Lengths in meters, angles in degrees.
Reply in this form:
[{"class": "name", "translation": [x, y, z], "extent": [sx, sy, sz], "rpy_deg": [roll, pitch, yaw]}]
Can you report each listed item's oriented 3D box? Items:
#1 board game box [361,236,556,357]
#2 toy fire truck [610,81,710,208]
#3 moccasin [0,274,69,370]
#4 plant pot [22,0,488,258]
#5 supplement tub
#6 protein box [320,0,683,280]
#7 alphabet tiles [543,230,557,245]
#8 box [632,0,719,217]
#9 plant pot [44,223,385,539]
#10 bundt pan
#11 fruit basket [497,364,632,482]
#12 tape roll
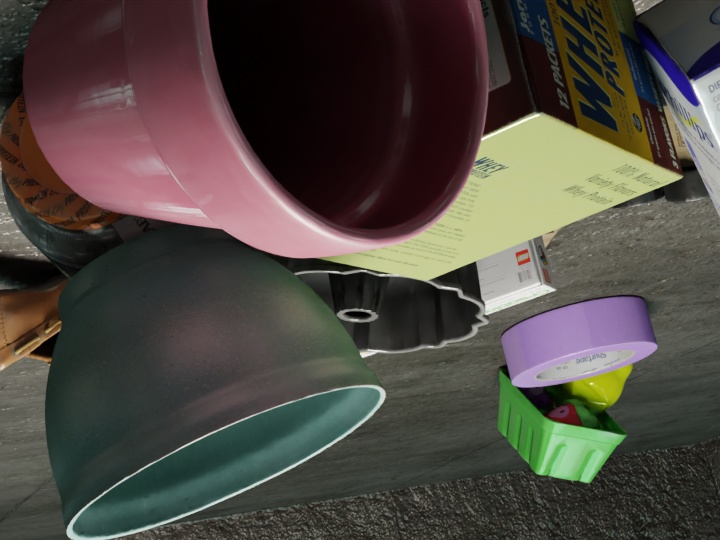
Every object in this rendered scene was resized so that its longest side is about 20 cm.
[{"class": "board game box", "translation": [0.055, -0.014, 1.129], "extent": [0.199, 0.127, 0.035], "rpy_deg": [-20, 162, 26]}, {"class": "toy fire truck", "translation": [0.290, -0.108, 1.020], "extent": [0.175, 0.130, 0.199], "rpy_deg": [-4, -165, 41]}, {"class": "moccasin", "translation": [-0.259, 0.047, 1.135], "extent": [0.073, 0.078, 0.201], "rpy_deg": [-28, 177, 13]}, {"class": "plant pot", "translation": [-0.064, -0.100, 0.666], "extent": [0.178, 0.202, 0.199], "rpy_deg": [-7, 171, 41]}, {"class": "supplement tub", "translation": [-0.154, -0.048, 0.862], "extent": [0.122, 0.123, 0.200], "rpy_deg": [-13, 165, 1]}, {"class": "protein box", "translation": [0.055, -0.099, 0.826], "extent": [0.199, 0.136, 0.198], "rpy_deg": [-22, 161, 31]}, {"class": "alphabet tiles", "translation": [0.116, -0.032, 1.304], "extent": [0.166, 0.008, 0.200], "rpy_deg": [-10, 164, -10]}, {"class": "box", "translation": [0.296, -0.104, 0.821], "extent": [0.183, 0.105, 0.201], "rpy_deg": [-29, 122, 8]}, {"class": "plant pot", "translation": [-0.102, 0.055, 0.798], "extent": [0.199, 0.135, 0.200], "rpy_deg": [-23, 163, -7]}, {"class": "bundt pan", "translation": [0.000, 0.000, 1.033], "extent": [0.200, 0.076, 0.202], "rpy_deg": [3, 160, 1]}, {"class": "fruit basket", "translation": [0.303, 0.180, 1.947], "extent": [0.154, 0.217, 0.216], "rpy_deg": [12, 155, -20]}, {"class": "tape roll", "translation": [0.291, 0.097, 1.798], "extent": [0.198, 0.066, 0.200], "rpy_deg": [-12, 165, -3]}]
